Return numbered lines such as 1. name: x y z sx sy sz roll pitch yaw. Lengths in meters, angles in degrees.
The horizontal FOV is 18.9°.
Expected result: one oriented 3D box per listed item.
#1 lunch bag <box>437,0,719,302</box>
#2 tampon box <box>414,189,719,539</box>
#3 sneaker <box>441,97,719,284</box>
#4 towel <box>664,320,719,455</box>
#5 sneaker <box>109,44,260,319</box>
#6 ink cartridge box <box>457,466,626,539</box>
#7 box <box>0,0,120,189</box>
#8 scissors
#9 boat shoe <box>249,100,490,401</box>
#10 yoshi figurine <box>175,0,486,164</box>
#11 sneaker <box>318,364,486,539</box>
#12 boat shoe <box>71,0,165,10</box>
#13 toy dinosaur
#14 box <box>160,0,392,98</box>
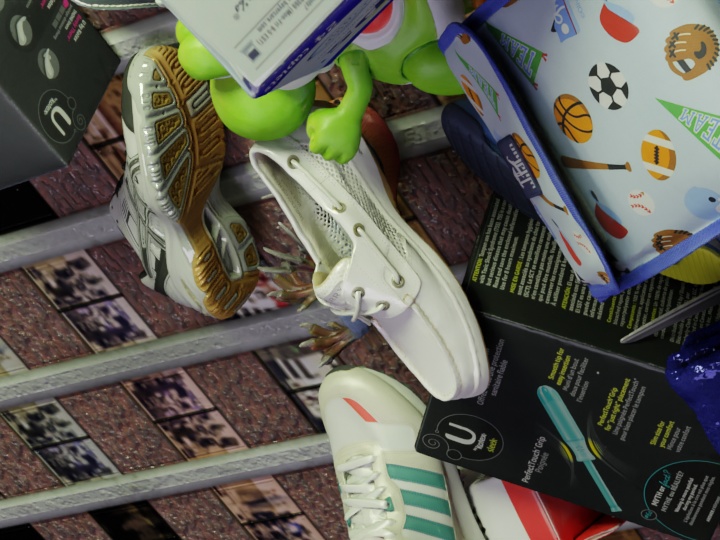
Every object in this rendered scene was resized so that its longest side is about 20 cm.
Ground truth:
1. lunch bag: 0.137 -0.088 1.089 0.200 0.124 0.170 -31 90 52
2. tampon box: 0.154 0.055 1.362 0.199 0.127 0.150 18 137 3
3. sneaker: 0.143 -0.064 1.290 0.199 0.082 0.074 26 167 19
4. towel: 0.280 0.084 1.238 0.147 0.050 0.200 -28 124 19
5. sneaker: -0.133 -0.056 1.393 0.087 0.076 0.201 15 132 34
6. ink cartridge box: 0.108 0.159 1.487 0.200 0.116 0.067 -26 92 37
7. box: -0.262 -0.150 1.316 0.122 0.106 0.200 -16 128 33
8. scissors: 0.246 -0.007 1.270 0.199 0.014 0.073 -17 150 -13
9. boat shoe: 0.000 0.000 1.270 0.200 0.069 0.071 56 147 1
10. yoshi figurine: -0.004 -0.121 1.227 0.199 0.112 0.112 -3 105 -4
11. sneaker: 0.021 0.160 1.410 0.070 0.093 0.200 -20 100 37
12. boat shoe: -0.102 -0.185 1.252 0.199 0.062 0.073 -11 129 29
13. toy dinosaur: 0.000 -0.033 1.394 0.199 0.105 0.182 4 138 -35
14. box: -0.005 -0.190 1.051 0.184 0.200 0.105 -44 91 14
